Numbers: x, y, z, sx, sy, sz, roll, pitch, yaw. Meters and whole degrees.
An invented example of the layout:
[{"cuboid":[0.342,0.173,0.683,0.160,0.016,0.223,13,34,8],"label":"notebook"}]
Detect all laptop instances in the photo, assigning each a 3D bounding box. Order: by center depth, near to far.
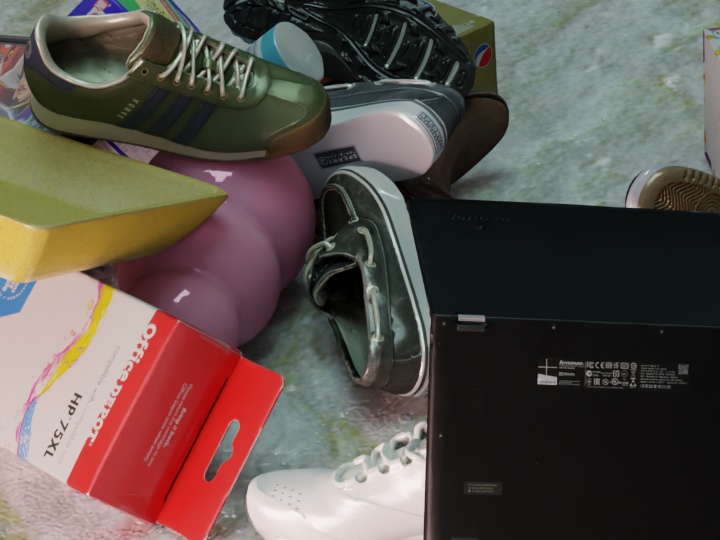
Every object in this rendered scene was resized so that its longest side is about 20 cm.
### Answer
[{"cuboid":[0.122,0.058,1.237,0.187,0.200,0.116,2,-4,-7],"label":"laptop"}]

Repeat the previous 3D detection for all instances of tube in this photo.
[{"cuboid":[-0.114,-0.109,1.640,0.200,0.050,0.077,-32,12,32],"label":"tube"}]

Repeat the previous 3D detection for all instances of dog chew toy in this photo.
[{"cuboid":[-0.102,-0.004,1.472,0.124,0.125,0.200,3,39,14],"label":"dog chew toy"}]

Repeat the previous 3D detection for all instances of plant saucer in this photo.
[{"cuboid":[-0.214,-0.042,1.377,0.200,0.049,0.200,18,16,27],"label":"plant saucer"}]

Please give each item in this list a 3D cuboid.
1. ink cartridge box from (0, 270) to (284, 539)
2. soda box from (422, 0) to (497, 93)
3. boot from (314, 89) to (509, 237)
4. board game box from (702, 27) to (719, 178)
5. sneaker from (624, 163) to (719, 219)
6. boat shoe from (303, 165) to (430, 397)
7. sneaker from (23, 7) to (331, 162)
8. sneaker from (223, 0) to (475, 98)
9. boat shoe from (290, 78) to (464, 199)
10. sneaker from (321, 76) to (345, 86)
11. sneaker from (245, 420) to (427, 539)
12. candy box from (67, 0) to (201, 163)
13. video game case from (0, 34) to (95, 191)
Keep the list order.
[{"cuboid":[-0.153,0.071,1.344,0.200,0.067,0.116,22,83,39],"label":"ink cartridge box"},{"cuboid":[0.018,-0.183,1.797,0.064,0.068,0.200,-27,36,-32],"label":"soda box"},{"cuboid":[0.077,-0.041,1.549,0.186,0.064,0.200,-33,35,-17],"label":"boot"},{"cuboid":[0.349,-0.115,1.589,0.200,0.105,0.103,-6,30,-1],"label":"board game box"},{"cuboid":[0.197,-0.018,1.407,0.108,0.200,0.070,23,85,45],"label":"sneaker"},{"cuboid":[0.000,0.000,1.449,0.064,0.071,0.200,5,37,-25],"label":"boat shoe"},{"cuboid":[-0.120,-0.124,1.441,0.200,0.090,0.067,6,57,6],"label":"sneaker"},{"cuboid":[-0.001,-0.169,1.649,0.200,0.074,0.079,23,-5,26],"label":"sneaker"},{"cuboid":[-0.018,-0.097,1.560,0.200,0.072,0.068,-7,30,39],"label":"boat shoe"},{"cuboid":[-0.022,-0.116,1.700,0.090,0.070,0.200,8,37,10],"label":"sneaker"},{"cuboid":[0.032,0.120,1.265,0.200,0.087,0.075,-1,32,10],"label":"sneaker"},{"cuboid":[-0.192,-0.104,1.603,0.200,0.077,0.169,-42,34,3],"label":"candy box"},{"cuboid":[-0.257,-0.083,1.562,0.200,0.026,0.181,10,63,49],"label":"video game case"}]
